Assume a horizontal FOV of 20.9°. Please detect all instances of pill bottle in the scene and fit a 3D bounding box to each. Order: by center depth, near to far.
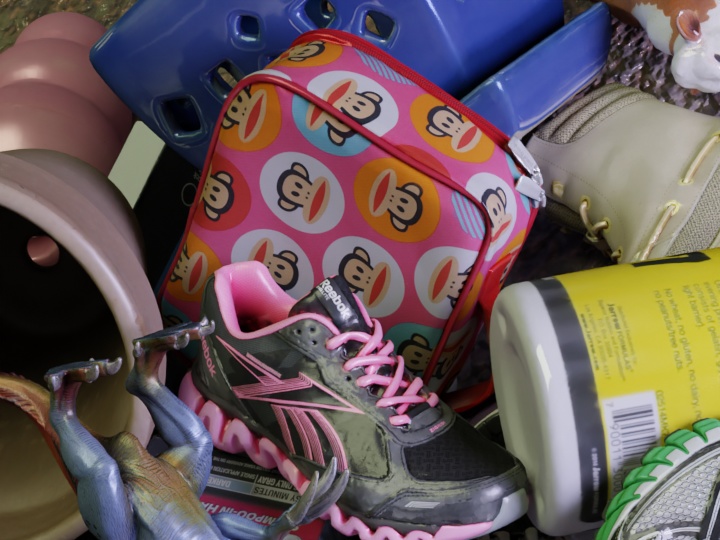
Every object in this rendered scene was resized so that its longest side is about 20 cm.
[{"bbox_3d":[0.165,0.046,0.871,0.198,0.115,0.115,-10,46,-7],"label":"pill bottle"}]

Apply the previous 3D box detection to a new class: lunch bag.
[{"bbox_3d":[0.000,0.000,0.962,0.176,0.201,0.082,33,39,10],"label":"lunch bag"}]

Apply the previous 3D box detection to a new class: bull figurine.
[{"bbox_3d":[0.189,-0.161,1.072,0.121,0.065,0.200,-31,28,-5],"label":"bull figurine"}]

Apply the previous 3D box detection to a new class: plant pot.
[{"bbox_3d":[-0.179,0.019,0.974,0.199,0.201,0.175,-26,14,17],"label":"plant pot"},{"bbox_3d":[0.009,-0.124,1.061,0.200,0.180,0.200,-36,2,33],"label":"plant pot"}]

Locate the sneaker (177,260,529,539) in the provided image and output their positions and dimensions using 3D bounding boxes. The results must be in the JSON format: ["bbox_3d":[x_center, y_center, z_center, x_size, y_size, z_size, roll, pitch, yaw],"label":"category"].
[{"bbox_3d":[-0.006,0.054,0.889,0.199,0.096,0.079,23,28,35],"label":"sneaker"}]

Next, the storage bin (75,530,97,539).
[{"bbox_3d":[-0.200,0.188,1.050,0.200,0.135,0.094,-41,43,1],"label":"storage bin"}]

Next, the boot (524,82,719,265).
[{"bbox_3d":[0.135,-0.010,1.011,0.155,0.073,0.201,21,69,43],"label":"boot"}]

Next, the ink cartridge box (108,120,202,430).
[{"bbox_3d":[-0.136,0.019,1.166,0.039,0.100,0.201,6,61,37],"label":"ink cartridge box"}]

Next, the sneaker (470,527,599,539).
[{"bbox_3d":[0.064,0.143,0.900,0.198,0.130,0.080,-29,46,14],"label":"sneaker"}]

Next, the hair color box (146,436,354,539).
[{"bbox_3d":[-0.080,0.180,0.887,0.098,0.061,0.201,10,53,15],"label":"hair color box"}]

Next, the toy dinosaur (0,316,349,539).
[{"bbox_3d":[-0.070,0.117,0.850,0.105,0.183,0.199,-21,9,-41],"label":"toy dinosaur"}]

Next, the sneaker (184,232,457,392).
[{"bbox_3d":[-0.032,0.020,1.090,0.071,0.099,0.200,-48,44,-9],"label":"sneaker"}]

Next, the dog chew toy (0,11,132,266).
[{"bbox_3d":[-0.207,-0.095,1.300,0.124,0.125,0.201,-18,40,23],"label":"dog chew toy"}]

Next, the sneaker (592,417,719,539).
[{"bbox_3d":[0.182,0.094,0.785,0.199,0.078,0.085,-30,25,4],"label":"sneaker"}]

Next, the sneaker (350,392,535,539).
[{"bbox_3d":[0.033,0.126,0.998,0.200,0.076,0.088,-38,13,16],"label":"sneaker"}]
